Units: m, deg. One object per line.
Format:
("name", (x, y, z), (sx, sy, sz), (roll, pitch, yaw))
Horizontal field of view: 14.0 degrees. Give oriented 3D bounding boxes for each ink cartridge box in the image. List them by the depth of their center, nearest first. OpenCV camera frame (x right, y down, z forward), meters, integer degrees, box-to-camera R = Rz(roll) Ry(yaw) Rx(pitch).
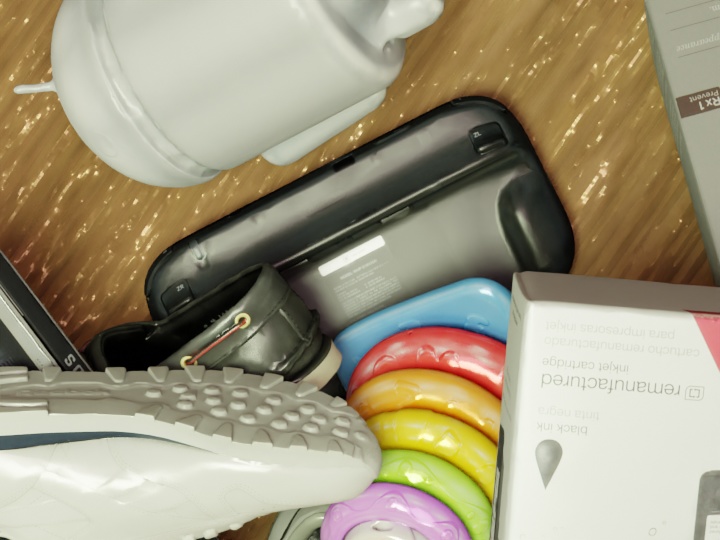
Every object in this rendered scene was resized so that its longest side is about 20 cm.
("ink cartridge box", (0.128, 0.109, 1.229), (0.145, 0.083, 0.201), (4, 99, -1))

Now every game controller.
("game controller", (0.000, 0.000, 1.391), (0.200, 0.042, 0.104), (-27, 103, 3))

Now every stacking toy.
("stacking toy", (0.025, 0.109, 1.293), (0.110, 0.200, 0.116), (-24, 115, 34))

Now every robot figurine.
("robot figurine", (-0.059, -0.110, 1.338), (0.200, 0.113, 0.170), (-26, 131, 22))

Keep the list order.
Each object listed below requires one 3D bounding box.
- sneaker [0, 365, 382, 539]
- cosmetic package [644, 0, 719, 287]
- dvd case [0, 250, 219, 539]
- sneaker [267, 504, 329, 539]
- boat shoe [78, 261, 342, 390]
("sneaker", (-0.090, 0.089, 1.263), (0.199, 0.076, 0.081), (3, 106, 4))
("cosmetic package", (0.203, -0.036, 1.326), (0.107, 0.090, 0.200), (-16, 69, 3))
("dvd case", (-0.163, 0.097, 1.338), (0.150, 0.025, 0.200), (-30, 100, 33))
("sneaker", (-0.031, 0.197, 1.364), (0.074, 0.089, 0.201), (6, 92, 2))
("boat shoe", (-0.106, 0.053, 1.350), (0.201, 0.074, 0.063), (-23, 112, 27))
